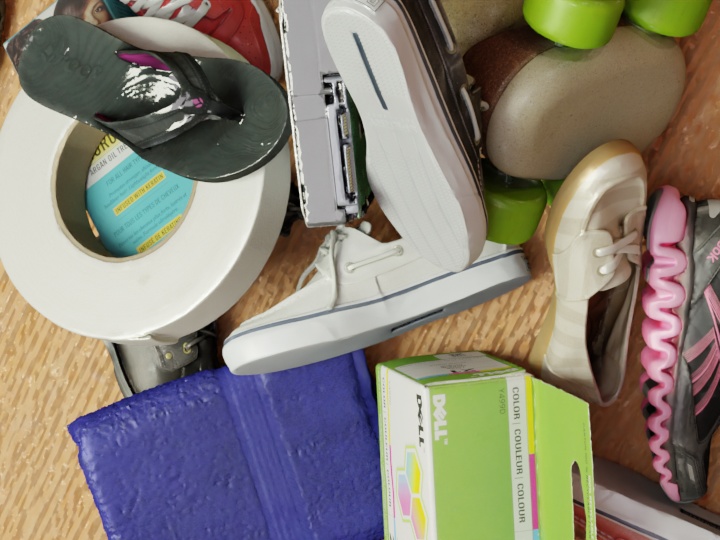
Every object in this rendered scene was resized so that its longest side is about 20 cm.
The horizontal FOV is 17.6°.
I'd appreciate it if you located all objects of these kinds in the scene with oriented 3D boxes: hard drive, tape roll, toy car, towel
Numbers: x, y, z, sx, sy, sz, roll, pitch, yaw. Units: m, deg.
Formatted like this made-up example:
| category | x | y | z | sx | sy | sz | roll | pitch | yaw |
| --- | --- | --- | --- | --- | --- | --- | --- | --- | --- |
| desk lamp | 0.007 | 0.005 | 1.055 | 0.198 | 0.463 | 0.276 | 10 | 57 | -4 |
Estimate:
| category | x | y | z | sx | sy | sz | roll | pitch | yaw |
| --- | --- | --- | --- | --- | --- | --- | --- | --- | --- |
| hard drive | -0.016 | -0.109 | 1.393 | 0.038 | 0.200 | 0.140 | -6 | 100 | 5 |
| tape roll | -0.137 | -0.054 | 1.429 | 0.202 | 0.037 | 0.204 | -4 | 81 | 26 |
| toy car | 0.084 | -0.143 | 1.406 | 0.200 | 0.157 | 0.165 | 42 | 127 | 33 |
| towel | -0.075 | 0.129 | 1.498 | 0.199 | 0.050 | 0.148 | -20 | 99 | -11 |

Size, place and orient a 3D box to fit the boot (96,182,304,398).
| category | x | y | z | sx | sy | sz | roll | pitch | yaw |
| --- | --- | --- | --- | --- | --- | --- | --- | --- | --- |
| boot | -0.097 | 0.010 | 1.518 | 0.174 | 0.069 | 0.200 | -43 | 84 | 22 |

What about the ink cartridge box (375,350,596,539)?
| category | x | y | z | sx | sy | sz | roll | pitch | yaw |
| --- | --- | --- | --- | --- | --- | --- | --- | --- | --- |
| ink cartridge box | 0.075 | 0.136 | 1.407 | 0.075 | 0.200 | 0.148 | -5 | 97 | -15 |

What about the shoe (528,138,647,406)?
| category | x | y | z | sx | sy | sz | roll | pitch | yaw |
| --- | --- | --- | --- | --- | --- | --- | --- | --- | --- |
| shoe | 0.147 | 0.005 | 1.397 | 0.053 | 0.070 | 0.200 | 45 | 147 | 31 |

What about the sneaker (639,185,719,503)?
| category | x | y | z | sx | sy | sz | roll | pitch | yaw |
| --- | --- | --- | --- | --- | --- | --- | --- | --- | --- |
| sneaker | 0.218 | 0.048 | 1.419 | 0.095 | 0.079 | 0.201 | -1 | 106 | 0 |

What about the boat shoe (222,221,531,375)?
| category | x | y | z | sx | sy | sz | roll | pitch | yaw |
| --- | --- | --- | --- | --- | --- | --- | --- | --- | --- |
| boat shoe | 0.001 | -0.001 | 1.451 | 0.201 | 0.075 | 0.086 | -20 | 79 | -7 |

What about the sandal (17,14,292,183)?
| category | x | y | z | sx | sy | sz | roll | pitch | yaw |
| --- | --- | --- | --- | --- | --- | --- | --- | --- | --- |
| sandal | -0.131 | -0.103 | 1.385 | 0.200 | 0.048 | 0.076 | 18 | 89 | 29 |

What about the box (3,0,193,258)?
| category | x | y | z | sx | sy | sz | roll | pitch | yaw |
| --- | --- | --- | --- | --- | --- | --- | --- | --- | --- |
| box | -0.149 | -0.086 | 1.489 | 0.082 | 0.049 | 0.200 | -36 | 68 | 18 |

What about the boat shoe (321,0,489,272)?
| category | x | y | z | sx | sy | sz | roll | pitch | yaw |
| --- | --- | --- | --- | --- | --- | --- | --- | --- | --- |
| boat shoe | 0.041 | -0.088 | 1.297 | 0.072 | 0.071 | 0.200 | 19 | 143 | 36 |

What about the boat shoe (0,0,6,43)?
| category | x | y | z | sx | sy | sz | roll | pitch | yaw |
| --- | --- | --- | --- | --- | --- | --- | --- | --- | --- |
| boat shoe | -0.298 | -0.109 | 1.573 | 0.076 | 0.072 | 0.201 | 25 | 101 | 28 |

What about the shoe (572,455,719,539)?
| category | x | y | z | sx | sy | sz | roll | pitch | yaw |
| --- | --- | --- | --- | --- | --- | --- | --- | --- | --- |
| shoe | 0.179 | 0.186 | 1.454 | 0.199 | 0.071 | 0.091 | 24 | 103 | 9 |

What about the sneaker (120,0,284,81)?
| category | x | y | z | sx | sy | sz | roll | pitch | yaw |
| --- | --- | --- | --- | --- | --- | --- | --- | --- | --- |
| sneaker | -0.134 | -0.186 | 1.466 | 0.071 | 0.112 | 0.200 | -39 | 87 | 23 |
